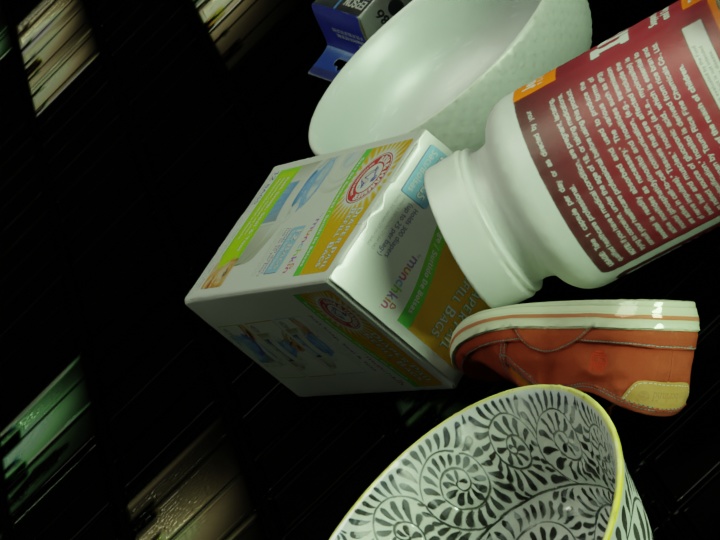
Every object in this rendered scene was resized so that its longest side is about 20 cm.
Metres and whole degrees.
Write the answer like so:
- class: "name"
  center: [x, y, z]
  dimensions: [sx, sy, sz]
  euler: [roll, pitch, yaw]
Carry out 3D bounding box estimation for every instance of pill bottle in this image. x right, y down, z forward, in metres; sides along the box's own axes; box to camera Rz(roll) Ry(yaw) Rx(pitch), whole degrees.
- class: "pill bottle"
  center: [0.138, -0.062, 1.157]
  dimensions: [0.200, 0.113, 0.113]
  euler: [-28, 29, 15]

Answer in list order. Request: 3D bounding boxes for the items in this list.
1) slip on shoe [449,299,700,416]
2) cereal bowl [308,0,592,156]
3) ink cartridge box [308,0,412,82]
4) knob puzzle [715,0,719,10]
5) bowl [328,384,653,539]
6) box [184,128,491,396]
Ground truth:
- class: "slip on shoe"
  center: [0.104, 0.048, 1.146]
  dimensions: [0.200, 0.074, 0.061]
  euler: [-7, 81, 63]
- class: "cereal bowl"
  center: [0.067, -0.112, 1.409]
  dimensions: [0.200, 0.083, 0.200]
  euler: [-35, 24, 18]
- class: "ink cartridge box"
  center: [0.029, -0.229, 1.710]
  dimensions: [0.200, 0.039, 0.099]
  euler: [-51, 25, -6]
- class: "knob puzzle"
  center: [0.266, -0.152, 1.098]
  dimensions: [0.219, 0.030, 0.220]
  euler: [-7, 37, 5]
- class: "bowl"
  center: [0.065, 0.158, 1.006]
  dimensions: [0.201, 0.094, 0.201]
  euler: [-36, 27, 22]
- class: "box"
  center: [0.000, 0.000, 1.319]
  dimensions: [0.113, 0.101, 0.200]
  euler: [-57, 20, -19]
